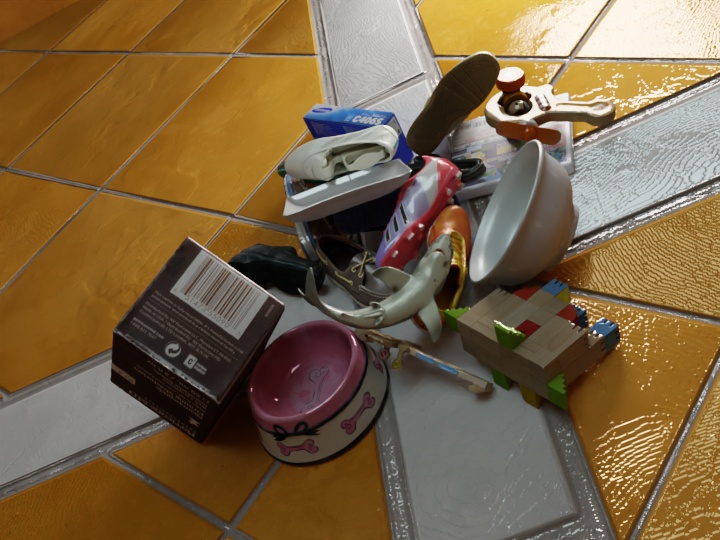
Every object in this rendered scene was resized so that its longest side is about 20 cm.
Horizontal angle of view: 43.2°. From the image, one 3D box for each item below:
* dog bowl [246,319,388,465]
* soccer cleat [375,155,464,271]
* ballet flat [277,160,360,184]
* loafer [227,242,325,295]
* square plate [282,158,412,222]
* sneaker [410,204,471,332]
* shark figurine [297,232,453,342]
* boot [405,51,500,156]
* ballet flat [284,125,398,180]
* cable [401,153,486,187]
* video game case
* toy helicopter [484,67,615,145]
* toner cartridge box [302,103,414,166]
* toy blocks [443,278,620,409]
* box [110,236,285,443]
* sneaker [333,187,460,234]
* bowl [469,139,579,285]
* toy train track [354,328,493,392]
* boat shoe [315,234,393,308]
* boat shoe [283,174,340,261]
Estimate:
[{"bbox_3d":[-0.065,0.152,1.204,0.197,0.074,0.202,-18,39,16],"label":"dog bowl"},{"bbox_3d":[0.073,-0.081,1.305,0.076,0.067,0.201,28,71,28],"label":"soccer cleat"},{"bbox_3d":[-0.055,-0.180,1.567,0.197,0.073,0.073,12,54,36],"label":"ballet flat"},{"bbox_3d":[-0.124,-0.013,1.433,0.197,0.074,0.073,10,48,40],"label":"loafer"},{"bbox_3d":[-0.021,-0.119,1.376,0.194,0.029,0.200,-19,12,1],"label":"square plate"},{"bbox_3d":[0.124,-0.008,1.239,0.077,0.072,0.203,-42,28,53],"label":"sneaker"},{"bbox_3d":[0.028,0.044,1.169,0.210,0.090,0.131,-15,82,4],"label":"shark figurine"},{"bbox_3d":[0.160,-0.287,1.458,0.201,0.072,0.156,-50,3,35],"label":"boot"},{"bbox_3d":[-0.033,-0.181,1.465,0.196,0.070,0.070,-15,40,12],"label":"ballet flat"},{"bbox_3d":[0.129,-0.150,1.417,0.198,0.051,0.097,3,34,45],"label":"cable"},{"bbox_3d":[0.235,-0.192,1.423,0.196,0.023,0.184,-12,41,22],"label":"video game case"},{"bbox_3d":[0.281,-0.235,1.364,0.196,0.080,0.133,6,44,23],"label":"toy helicopter"},{"bbox_3d":[-0.005,-0.231,1.572,0.198,0.096,0.043,17,56,44],"label":"toner cartridge box"},{"bbox_3d":[0.217,0.069,1.100,0.136,0.101,0.199,-33,36,-23],"label":"toy blocks"},{"bbox_3d":[-0.223,0.099,1.225,0.165,0.164,0.200,-57,0,-30],"label":"box"},{"bbox_3d":[0.058,-0.097,1.401,0.196,0.072,0.078,-4,12,11],"label":"sneaker"},{"bbox_3d":[0.225,-0.061,1.192,0.201,0.089,0.205,-158,89,-83],"label":"bowl"},{"bbox_3d":[0.074,0.119,1.151,0.197,0.114,0.033,22,93,30],"label":"toy train track"},{"bbox_3d":[0.000,0.000,1.338,0.072,0.060,0.199,-41,38,-14],"label":"boat shoe"},{"bbox_3d":[-0.075,-0.096,1.499,0.071,0.073,0.202,-23,48,3],"label":"boat shoe"}]
